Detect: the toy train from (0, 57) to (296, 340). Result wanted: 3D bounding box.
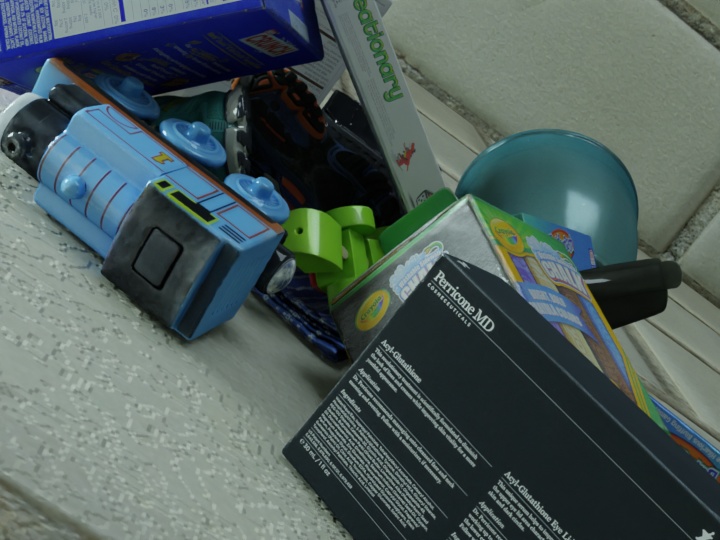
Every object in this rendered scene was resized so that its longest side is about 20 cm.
[{"bbox_3d":[-0.130,-0.048,0.725,0.200,0.087,0.114,38,22,10],"label":"toy train"}]

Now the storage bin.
[{"bbox_3d":[-0.001,-0.089,1.169,0.135,0.094,0.200,36,14,-6],"label":"storage bin"}]

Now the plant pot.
[{"bbox_3d":[0.191,-0.013,1.239,0.200,0.200,0.188,34,29,-15],"label":"plant pot"}]

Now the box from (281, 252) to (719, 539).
[{"bbox_3d":[0.078,0.110,0.610,0.200,0.141,0.079,46,16,30],"label":"box"}]

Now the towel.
[{"bbox_3d":[-0.058,-0.007,0.900,0.200,0.024,0.145,41,13,15],"label":"towel"}]

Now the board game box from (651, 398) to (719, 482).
[{"bbox_3d":[0.252,0.152,1.004,0.200,0.045,0.152,39,-3,12],"label":"board game box"}]

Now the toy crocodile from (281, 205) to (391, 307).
[{"bbox_3d":[0.000,0.000,0.869,0.200,0.062,0.068,21,58,-64],"label":"toy crocodile"}]

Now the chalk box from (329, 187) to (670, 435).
[{"bbox_3d":[0.075,0.044,0.759,0.124,0.124,0.200,21,39,-50],"label":"chalk box"}]

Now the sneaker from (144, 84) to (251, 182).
[{"bbox_3d":[-0.123,-0.091,0.857,0.080,0.078,0.200,-1,6,-20],"label":"sneaker"}]

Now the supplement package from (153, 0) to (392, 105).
[{"bbox_3d":[-0.090,-0.208,1.096,0.120,0.200,0.121,27,17,-35],"label":"supplement package"}]

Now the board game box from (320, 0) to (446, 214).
[{"bbox_3d":[0.016,-0.128,0.886,0.126,0.035,0.200,-105,172,-73],"label":"board game box"}]

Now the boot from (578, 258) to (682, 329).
[{"bbox_3d":[0.172,0.040,0.990,0.200,0.138,0.078,99,-18,-80],"label":"boot"}]

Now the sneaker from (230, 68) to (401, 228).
[{"bbox_3d":[-0.039,-0.070,0.949,0.200,0.075,0.078,56,-30,-11],"label":"sneaker"}]

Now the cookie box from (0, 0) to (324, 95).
[{"bbox_3d":[-0.140,-0.169,0.807,0.171,0.200,0.075,8,73,-80],"label":"cookie box"}]

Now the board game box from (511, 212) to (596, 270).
[{"bbox_3d":[0.103,-0.003,1.044,0.200,0.152,0.045,8,72,-65],"label":"board game box"}]
